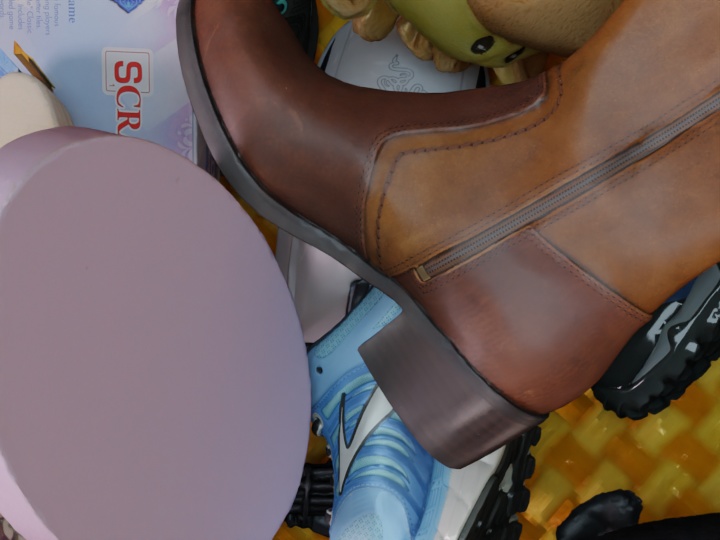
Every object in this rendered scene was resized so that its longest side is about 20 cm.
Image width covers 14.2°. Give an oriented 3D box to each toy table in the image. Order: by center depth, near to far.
[{"bbox_3d":[-0.109,0.022,0.938,0.117,0.200,0.184,11,56,33],"label":"toy table"}]

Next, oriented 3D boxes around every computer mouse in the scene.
[{"bbox_3d":[0.000,0.000,1.053,0.109,0.044,0.201,8,88,6],"label":"computer mouse"}]

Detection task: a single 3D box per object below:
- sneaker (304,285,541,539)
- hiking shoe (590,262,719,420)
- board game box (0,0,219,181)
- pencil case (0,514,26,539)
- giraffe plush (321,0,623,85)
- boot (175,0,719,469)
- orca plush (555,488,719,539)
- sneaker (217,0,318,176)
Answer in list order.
[{"bbox_3d":[0.013,0.060,1.013,0.090,0.078,0.201,18,90,19],"label":"sneaker"},{"bbox_3d":[0.121,-0.043,1.039,0.086,0.074,0.201,26,79,13],"label":"hiking shoe"},{"bbox_3d":[-0.149,-0.065,1.033,0.198,0.041,0.201,4,109,8],"label":"board game box"},{"bbox_3d":[-0.178,0.134,1.022,0.199,0.078,0.090,-11,111,-11],"label":"pencil case"},{"bbox_3d":[0.060,-0.143,0.994,0.172,0.200,0.163,23,92,-19],"label":"giraffe plush"},{"bbox_3d":[0.056,-0.064,0.922,0.200,0.068,0.189,-38,74,19],"label":"boot"},{"bbox_3d":[0.113,0.123,0.952,0.199,0.071,0.106,0,81,16],"label":"orca plush"},{"bbox_3d":[-0.047,-0.135,1.048,0.075,0.079,0.201,9,89,4],"label":"sneaker"}]
